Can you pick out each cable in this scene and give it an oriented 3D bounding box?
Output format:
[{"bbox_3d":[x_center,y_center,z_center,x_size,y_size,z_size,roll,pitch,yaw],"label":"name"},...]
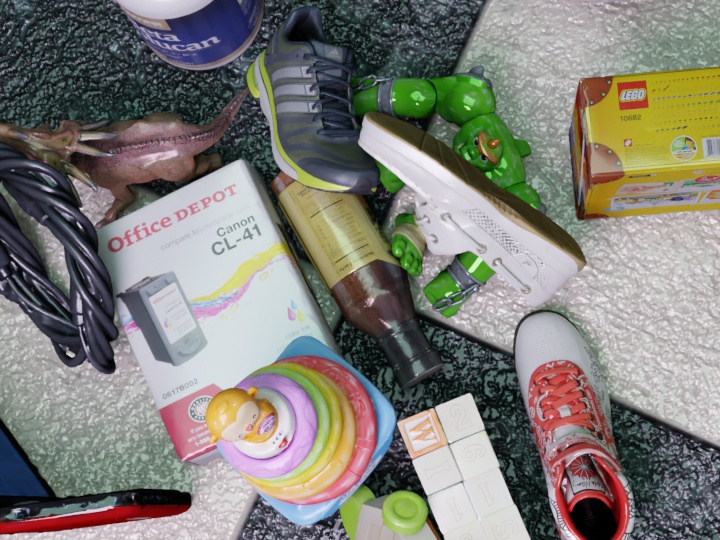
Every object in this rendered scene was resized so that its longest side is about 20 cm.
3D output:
[{"bbox_3d":[-0.241,-0.009,1.092,0.051,0.163,0.200,-32,88,-37],"label":"cable"}]

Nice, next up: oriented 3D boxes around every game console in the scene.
[{"bbox_3d":[-0.232,0.135,1.043,0.172,0.200,0.119,-9,80,4],"label":"game console"}]

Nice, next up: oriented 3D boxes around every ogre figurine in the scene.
[{"bbox_3d":[0.072,-0.078,1.110,0.120,0.098,0.200,-26,62,19],"label":"ogre figurine"}]

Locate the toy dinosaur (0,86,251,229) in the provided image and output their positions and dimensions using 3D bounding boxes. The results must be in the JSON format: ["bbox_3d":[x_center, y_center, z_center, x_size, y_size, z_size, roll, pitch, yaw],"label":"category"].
[{"bbox_3d":[-0.178,-0.096,1.112,0.200,0.136,0.086,-18,79,2],"label":"toy dinosaur"}]

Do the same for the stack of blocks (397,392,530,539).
[{"bbox_3d":[0.094,0.199,1.044,0.058,0.115,0.200,-22,79,1],"label":"stack of blocks"}]

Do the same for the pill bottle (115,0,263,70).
[{"bbox_3d":[-0.146,-0.240,1.102,0.111,0.200,0.111,-1,80,6],"label":"pill bottle"}]

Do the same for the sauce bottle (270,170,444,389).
[{"bbox_3d":[0.000,0.000,1.116,0.066,0.066,0.200,-30,81,0],"label":"sauce bottle"}]

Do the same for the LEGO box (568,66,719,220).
[{"bbox_3d":[0.265,-0.097,1.063,0.200,0.149,0.077,-4,79,4],"label":"LEGO box"}]

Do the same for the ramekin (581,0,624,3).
[{"bbox_3d":[0.200,-0.314,1.130,0.200,0.105,0.201,-1,80,5],"label":"ramekin"}]

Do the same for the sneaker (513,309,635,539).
[{"bbox_3d":[0.163,0.120,1.054,0.067,0.108,0.202,-12,79,3],"label":"sneaker"}]

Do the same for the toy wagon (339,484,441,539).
[{"bbox_3d":[0.031,0.227,1.029,0.040,0.155,0.200,-15,50,-23],"label":"toy wagon"}]

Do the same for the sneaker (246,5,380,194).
[{"bbox_3d":[-0.034,-0.133,1.089,0.074,0.081,0.200,1,42,-31],"label":"sneaker"}]

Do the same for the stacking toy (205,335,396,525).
[{"bbox_3d":[-0.058,0.103,0.943,0.110,0.200,0.116,40,91,17],"label":"stacking toy"}]

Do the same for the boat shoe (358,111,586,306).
[{"bbox_3d":[0.072,-0.040,1.030,0.200,0.071,0.069,35,109,-10],"label":"boat shoe"}]

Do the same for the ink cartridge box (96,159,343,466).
[{"bbox_3d":[-0.110,0.036,1.108,0.147,0.086,0.200,-26,80,1],"label":"ink cartridge box"}]
